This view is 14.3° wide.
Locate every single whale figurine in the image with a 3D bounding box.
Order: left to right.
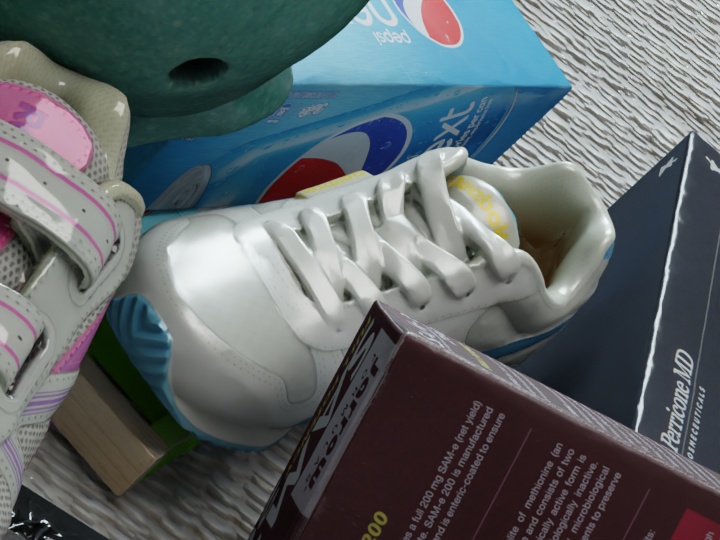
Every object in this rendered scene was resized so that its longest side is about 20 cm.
[{"bbox_3d":[-0.049,-0.074,0.724,0.159,0.200,0.104,-8,63,-9],"label":"whale figurine"}]

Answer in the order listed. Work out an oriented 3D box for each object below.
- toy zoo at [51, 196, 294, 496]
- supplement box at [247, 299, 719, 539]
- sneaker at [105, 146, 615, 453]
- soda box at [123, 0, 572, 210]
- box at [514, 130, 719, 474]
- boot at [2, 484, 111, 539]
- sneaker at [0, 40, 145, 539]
[{"bbox_3d":[-0.064,-0.016,0.897,0.131,0.020,0.200,48,29,4],"label":"toy zoo"},{"bbox_3d":[0.069,0.102,0.792,0.200,0.109,0.061,28,4,-12],"label":"supplement box"},{"bbox_3d":[0.000,0.000,0.858,0.200,0.081,0.077,-10,63,-55],"label":"sneaker"},{"bbox_3d":[-0.019,-0.066,0.930,0.200,0.064,0.068,-5,57,-54],"label":"soda box"},{"bbox_3d":[0.131,0.085,0.940,0.182,0.104,0.200,41,30,-11],"label":"box"},{"bbox_3d":[-0.150,0.057,0.624,0.200,0.066,0.165,38,29,3],"label":"boot"},{"bbox_3d":[-0.094,0.003,0.603,0.081,0.088,0.200,29,21,-12],"label":"sneaker"}]
